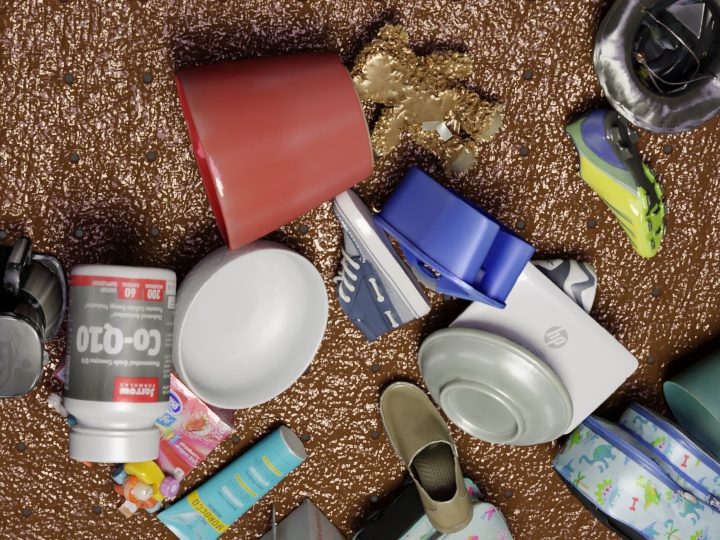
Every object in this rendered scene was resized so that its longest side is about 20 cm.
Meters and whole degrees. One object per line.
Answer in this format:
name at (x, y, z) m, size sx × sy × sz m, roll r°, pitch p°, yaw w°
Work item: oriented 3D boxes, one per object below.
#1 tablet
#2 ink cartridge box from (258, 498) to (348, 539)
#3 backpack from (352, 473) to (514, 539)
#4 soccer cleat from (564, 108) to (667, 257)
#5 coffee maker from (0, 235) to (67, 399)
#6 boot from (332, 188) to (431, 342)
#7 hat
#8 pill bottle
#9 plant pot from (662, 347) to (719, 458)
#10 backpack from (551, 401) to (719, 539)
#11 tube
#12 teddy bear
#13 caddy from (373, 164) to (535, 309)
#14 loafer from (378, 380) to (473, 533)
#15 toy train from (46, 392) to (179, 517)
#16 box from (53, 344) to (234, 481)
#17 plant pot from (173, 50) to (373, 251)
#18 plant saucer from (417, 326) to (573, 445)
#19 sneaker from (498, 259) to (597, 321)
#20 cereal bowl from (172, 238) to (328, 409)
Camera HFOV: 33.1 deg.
tablet at (0.213, 0.090, 1.409) m, size 0.199 × 0.014 × 0.130 m, roll 40°, pitch 107°, yaw -13°
ink cartridge box at (-0.062, 0.398, 1.501) m, size 0.125 × 0.129 × 0.200 m, roll -40°, pitch 106°, yaw 8°
backpack at (0.112, 0.368, 1.488) m, size 0.176 × 0.153 × 0.201 m, roll -41°, pitch 118°, yaw -22°
soccer cleat at (0.301, -0.102, 1.423) m, size 0.083 × 0.065 × 0.202 m, roll -3°, pitch 127°, yaw 39°
coffee maker at (-0.426, 0.063, 1.323) m, size 0.189 × 0.200 × 0.136 m, roll -17°, pitch 108°, yaw 0°
boot at (0.000, 0.000, 1.396) m, size 0.090 × 0.073 × 0.201 m, roll -30°, pitch 122°, yaw 8°
hat at (0.353, -0.259, 1.361) m, size 0.197 × 0.081 × 0.204 m, roll 0°, pitch 108°, yaw 1°
pill bottle at (-0.256, 0.097, 1.286) m, size 0.112 × 0.114 × 0.203 m, roll 3°, pitch 88°, yaw -6°
plant pot at (0.490, 0.167, 1.453) m, size 0.160 × 0.201 × 0.202 m, roll -36°, pitch 108°, yaw -5°
backpack at (0.341, 0.247, 1.454) m, size 0.199 × 0.183 × 0.148 m, roll 31°, pitch 92°, yaw -26°
tube at (-0.155, 0.271, 1.499) m, size 0.199 × 0.050 × 0.078 m, roll -40°, pitch 99°, yaw 13°
teddy bear at (0.072, -0.191, 1.370) m, size 0.197 × 0.067 × 0.146 m, roll 16°, pitch 114°, yaw -17°
caddy at (0.098, -0.029, 1.349) m, size 0.141 × 0.200 × 0.106 m, roll 29°, pitch 99°, yaw -39°
loafer at (0.080, 0.210, 1.433) m, size 0.075 × 0.201 × 0.068 m, roll -23°, pitch 150°, yaw -10°
toy train at (-0.293, 0.229, 1.405) m, size 0.201 × 0.149 × 0.056 m, roll 51°, pitch 59°, yaw -26°
box at (-0.249, 0.137, 1.417) m, size 0.100 × 0.096 × 0.200 m, roll -43°, pitch 106°, yaw 9°
plant pot at (-0.090, -0.144, 1.305) m, size 0.175 × 0.200 × 0.203 m, roll -18°, pitch 109°, yaw -8°
plant saucer at (0.150, 0.151, 1.418) m, size 0.200 × 0.199 × 0.050 m, roll 43°, pitch 55°, yaw -16°
sneaker at (0.196, 0.075, 1.453) m, size 0.128 × 0.080 × 0.202 m, roll 13°, pitch 113°, yaw -2°
cereal bowl at (-0.139, 0.053, 1.390) m, size 0.198 × 0.083 × 0.203 m, roll -17°, pitch 121°, yaw -31°
